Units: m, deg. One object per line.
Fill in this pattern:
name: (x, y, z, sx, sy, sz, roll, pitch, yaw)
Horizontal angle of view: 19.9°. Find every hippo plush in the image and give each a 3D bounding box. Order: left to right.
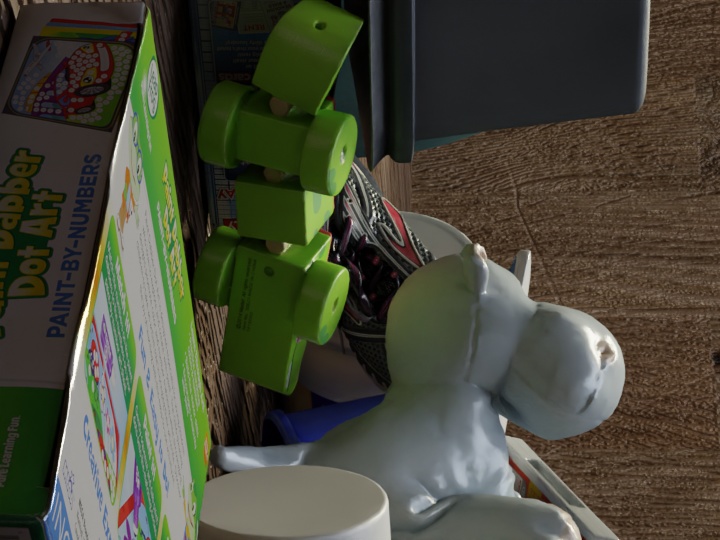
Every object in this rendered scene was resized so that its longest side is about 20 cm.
hippo plush: (0.042, 0.079, 1.010, 0.159, 0.200, 0.161, 112, 0, -69)

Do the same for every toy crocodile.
toy crocodile: (-0.035, -0.030, 0.949, 0.062, 0.067, 0.200, -51, 152, -54)

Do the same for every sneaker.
sneaker: (0.000, 0.000, 1.170, 0.200, 0.081, 0.075, 49, 5, 22)

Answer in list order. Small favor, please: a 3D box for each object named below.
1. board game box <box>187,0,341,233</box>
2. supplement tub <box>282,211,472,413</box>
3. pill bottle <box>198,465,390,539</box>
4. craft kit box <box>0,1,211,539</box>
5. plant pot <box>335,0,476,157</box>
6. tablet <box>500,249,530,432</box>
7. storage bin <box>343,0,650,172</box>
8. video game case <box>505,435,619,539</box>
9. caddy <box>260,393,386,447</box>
board game box: (-0.045, -0.125, 1.018, 0.200, 0.062, 0.200, -82, 172, -66)
supplement tub: (0.020, 0.076, 1.357, 0.145, 0.145, 0.200, -85, 174, -52)
pill bottle: (-0.029, 0.190, 0.865, 0.112, 0.112, 0.200, -76, 166, -74)
craft kit box: (-0.081, 0.059, 0.603, 0.198, 0.049, 0.200, -82, 172, -46)
plant pot: (0.038, -0.167, 1.316, 0.200, 0.188, 0.200, -1, 90, -86)
tablet: (0.073, 0.099, 1.197, 0.130, 0.014, 0.200, 105, -4, -67)
storage bin: (0.062, -0.147, 1.005, 0.200, 0.134, 0.146, -101, -171, -65)
video game case: (0.090, 0.183, 1.121, 0.200, 0.017, 0.143, -134, -125, -76)
caddy: (-0.015, 0.154, 1.158, 0.200, 0.105, 0.141, 100, -25, -63)
